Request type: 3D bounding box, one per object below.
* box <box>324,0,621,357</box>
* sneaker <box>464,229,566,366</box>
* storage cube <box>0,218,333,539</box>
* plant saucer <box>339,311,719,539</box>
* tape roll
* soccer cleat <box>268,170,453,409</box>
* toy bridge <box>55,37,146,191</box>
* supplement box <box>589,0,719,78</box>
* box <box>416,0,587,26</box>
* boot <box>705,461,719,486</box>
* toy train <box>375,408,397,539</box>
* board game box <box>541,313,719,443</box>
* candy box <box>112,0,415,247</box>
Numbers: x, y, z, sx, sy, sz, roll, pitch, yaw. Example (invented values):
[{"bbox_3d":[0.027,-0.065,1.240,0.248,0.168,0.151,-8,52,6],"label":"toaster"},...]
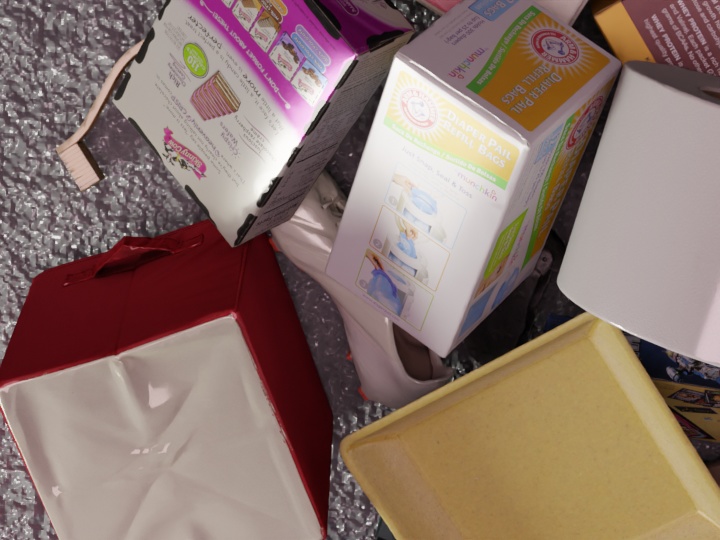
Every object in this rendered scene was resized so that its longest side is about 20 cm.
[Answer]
[{"bbox_3d":[0.067,-0.063,1.371,0.101,0.112,0.200,36,140,15],"label":"box"},{"bbox_3d":[0.106,-0.032,1.495,0.104,0.060,0.200,31,109,12],"label":"sneaker"},{"bbox_3d":[-0.126,0.088,1.466,0.170,0.180,0.201,-17,112,8],"label":"storage cube"},{"bbox_3d":[0.119,0.136,1.419,0.200,0.048,0.200,-28,108,17],"label":"plant saucer"},{"bbox_3d":[0.229,-0.027,1.285,0.202,0.203,0.140,16,102,1],"label":"tape roll"},{"bbox_3d":[0.000,0.000,1.497,0.077,0.069,0.200,-23,98,50],"label":"soccer cleat"},{"bbox_3d":[-0.125,-0.134,1.517,0.200,0.027,0.067,-32,95,9],"label":"toy bridge"},{"bbox_3d":[0.284,-0.137,1.429,0.200,0.133,0.198,-31,97,10],"label":"supplement box"},{"bbox_3d":[0.061,-0.228,1.432,0.200,0.128,0.109,31,102,-2],"label":"box"},{"bbox_3d":[0.231,0.215,1.534,0.186,0.064,0.201,1,104,-9],"label":"boot"},{"bbox_3d":[0.103,0.161,1.531,0.199,0.085,0.114,18,115,-2],"label":"toy train"},{"bbox_3d":[0.216,0.078,1.475,0.199,0.136,0.035,10,73,2],"label":"board game box"},{"bbox_3d":[-0.065,-0.129,1.400,0.136,0.061,0.200,51,136,13],"label":"candy box"}]
